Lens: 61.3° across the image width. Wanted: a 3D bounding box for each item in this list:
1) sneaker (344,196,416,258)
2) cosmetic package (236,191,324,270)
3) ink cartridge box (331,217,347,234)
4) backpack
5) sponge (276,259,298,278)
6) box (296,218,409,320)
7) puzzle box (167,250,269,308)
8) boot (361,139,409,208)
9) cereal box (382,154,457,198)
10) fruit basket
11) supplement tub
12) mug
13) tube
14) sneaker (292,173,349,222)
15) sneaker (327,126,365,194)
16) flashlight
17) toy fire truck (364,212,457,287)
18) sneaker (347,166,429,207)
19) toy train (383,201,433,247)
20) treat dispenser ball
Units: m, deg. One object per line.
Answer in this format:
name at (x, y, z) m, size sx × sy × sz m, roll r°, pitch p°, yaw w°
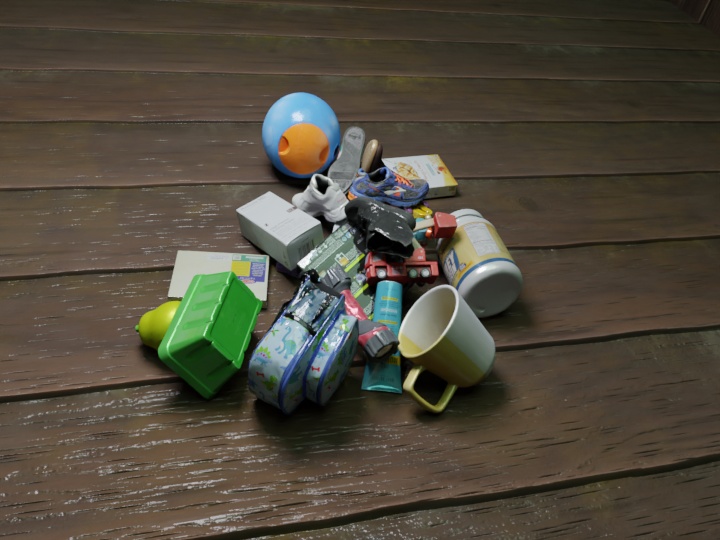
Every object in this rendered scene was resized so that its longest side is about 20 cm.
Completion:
sneaker at (0.031, -0.083, 1.187) m, size 0.195 × 0.061 × 0.104 m, roll 17°, pitch 43°, yaw 28°
cosmetic package at (-0.174, -0.090, 1.312) m, size 0.101 × 0.076 × 0.198 m, roll -33°, pitch 46°, yaw -29°
ink cartridge box at (0.034, -0.086, 1.390) m, size 0.193 × 0.042 × 0.202 m, roll 12°, pitch 30°, yaw -1°
backpack at (-0.093, 0.142, 1.040) m, size 0.145 × 0.185 × 0.201 m, roll 29°, pitch 58°, yaw 17°
sponge at (-0.075, -0.013, 1.316) m, size 0.194 × 0.030 × 0.113 m, roll 20°, pitch 43°, yaw 10°
box at (0.000, 0.000, 1.242) m, size 0.193 × 0.048 × 0.199 m, roll 44°, pitch 66°, yaw 11°
puzzle box at (-0.285, 0.018, 1.247) m, size 0.193 × 0.026 × 0.135 m, roll 3°, pitch 43°, yaw -7°
boot at (0.080, -0.217, 1.434) m, size 0.161 × 0.202 × 0.074 m, roll 8°, pitch 53°, yaw -5°
cereal box at (0.138, -0.243, 1.589) m, size 0.194 × 0.040 × 0.146 m, roll -8°, pitch 46°, yaw -19°
fruit basket at (-0.297, 0.112, 1.092) m, size 0.212 × 0.156 × 0.218 m, roll -31°, pitch 30°, yaw 20°
supplement tub at (0.245, -0.019, 1.297) m, size 0.140 × 0.148 × 0.203 m, roll -4°, pitch 44°, yaw -15°
mug at (0.157, 0.147, 1.116) m, size 0.152 × 0.187 × 0.150 m, roll 39°, pitch 12°, yaw -23°
tube at (0.047, 0.125, 1.147) m, size 0.075 × 0.051 × 0.207 m, roll 5°, pitch 71°, yaw 2°
sneaker at (-0.096, -0.176, 1.396) m, size 0.197 × 0.102 × 0.077 m, roll 10°, pitch 39°, yaw 47°
sneaker at (-0.038, -0.240, 1.503) m, size 0.081 × 0.122 × 0.205 m, roll 16°, pitch 62°, yaw 5°
flashlight at (-0.004, 0.076, 1.123) m, size 0.066 × 0.069 × 0.202 m, roll -24°, pitch 60°, yaw -17°
toy fire truck at (0.102, -0.042, 1.222) m, size 0.193 × 0.049 × 0.145 m, roll -1°, pitch 66°, yaw -8°
sneaker at (0.069, -0.189, 1.356) m, size 0.194 × 0.081 × 0.076 m, roll -7°, pitch 33°, yaw -24°
toy train at (0.094, -0.107, 1.360) m, size 0.145 × 0.057 × 0.202 m, roll -2°, pitch 32°, yaw -13°
treat dispenser ball at (-0.146, -0.335, 1.512) m, size 0.194 × 0.205 × 0.204 m, roll 5°, pitch 42°, yaw -5°
